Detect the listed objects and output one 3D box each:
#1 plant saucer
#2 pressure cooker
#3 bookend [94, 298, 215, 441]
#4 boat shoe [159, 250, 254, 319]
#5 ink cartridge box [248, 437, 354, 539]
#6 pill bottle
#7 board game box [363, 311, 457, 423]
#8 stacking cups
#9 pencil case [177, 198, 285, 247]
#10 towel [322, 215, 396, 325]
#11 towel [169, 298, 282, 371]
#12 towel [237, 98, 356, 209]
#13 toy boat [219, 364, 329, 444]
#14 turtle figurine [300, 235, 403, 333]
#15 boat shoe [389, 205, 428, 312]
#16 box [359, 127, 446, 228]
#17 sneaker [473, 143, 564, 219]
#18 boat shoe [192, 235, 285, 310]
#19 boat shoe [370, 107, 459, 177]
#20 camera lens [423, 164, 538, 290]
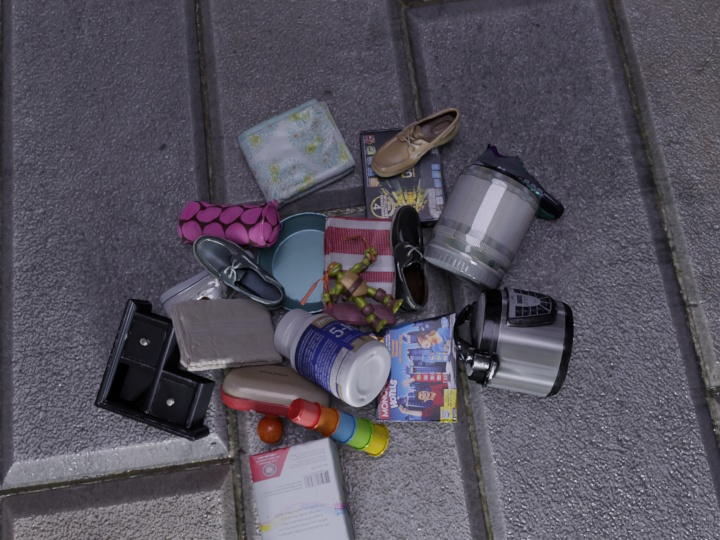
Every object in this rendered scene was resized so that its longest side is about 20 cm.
[{"bbox_3d":[-0.100,-0.012,1.603,0.197,0.036,0.203,-1,73,2],"label":"plant saucer"},{"bbox_3d":[0.261,0.125,1.465,0.197,0.176,0.181,10,77,2],"label":"pressure cooker"},{"bbox_3d":[-0.348,0.179,1.504,0.197,0.092,0.201,18,88,8],"label":"bookend"},{"bbox_3d":[-0.279,0.043,1.574,0.200,0.075,0.087,-29,73,-4],"label":"boat shoe"},{"bbox_3d":[-0.095,0.406,1.416,0.143,0.145,0.203,-12,72,-1],"label":"ink cartridge box"},{"bbox_3d":[-0.055,0.145,1.465,0.199,0.120,0.120,24,74,35],"label":"pill bottle"},{"bbox_3d":[0.079,0.178,1.522,0.197,0.062,0.203,1,73,4],"label":"board game box"},{"bbox_3d":[-0.036,0.266,1.435,0.060,0.199,0.061,-28,47,35],"label":"stacking cups"},{"bbox_3d":[-0.250,-0.093,1.589,0.197,0.091,0.095,3,77,20],"label":"pencil case"},{"bbox_3d":[0.000,0.000,1.562,0.142,0.023,0.203,2,86,-14],"label":"towel"},{"bbox_3d":[-0.242,0.115,1.500,0.198,0.035,0.134,1,57,-36],"label":"towel"},{"bbox_3d":[-0.128,-0.237,1.668,0.198,0.048,0.173,-26,73,-5],"label":"towel"},{"bbox_3d":[-0.155,0.249,1.495,0.197,0.131,0.133,9,103,6],"label":"toy boat"},{"bbox_3d":[-0.012,0.041,1.504,0.161,0.065,0.200,41,52,2],"label":"turtle figurine"},{"bbox_3d":[0.097,-0.024,1.554,0.071,0.067,0.203,2,83,-23],"label":"boat shoe"},{"bbox_3d":[0.083,-0.181,1.640,0.159,0.049,0.203,-3,74,-2],"label":"box"},{"bbox_3d":[0.318,-0.180,1.618,0.198,0.075,0.088,31,66,8],"label":"sneaker"},{"bbox_3d":[-0.220,0.000,1.524,0.199,0.062,0.073,38,79,-7],"label":"boat shoe"},{"bbox_3d":[0.105,-0.254,1.602,0.199,0.065,0.072,-34,75,-10],"label":"boat shoe"},{"bbox_3d":[0.225,-0.082,1.533,0.158,0.160,0.202,25,87,10],"label":"camera lens"}]
